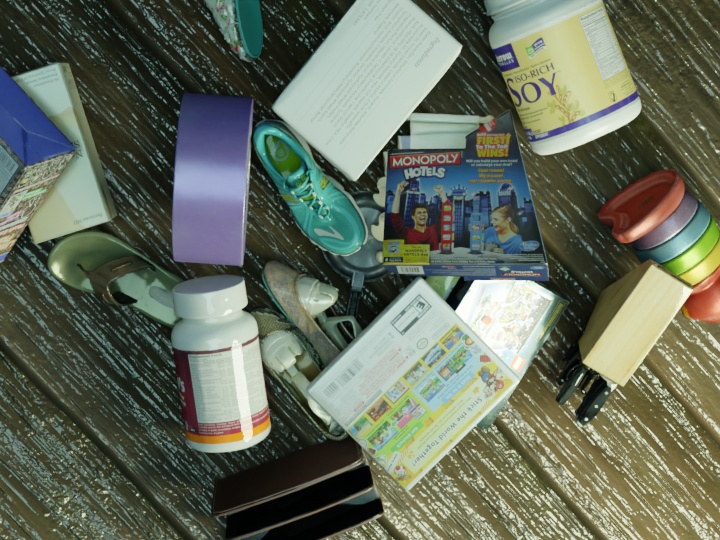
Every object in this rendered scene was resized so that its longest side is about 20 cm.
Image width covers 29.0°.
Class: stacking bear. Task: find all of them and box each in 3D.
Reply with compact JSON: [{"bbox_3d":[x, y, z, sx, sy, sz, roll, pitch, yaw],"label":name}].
[{"bbox_3d":[0.408,-0.017,1.752,0.113,0.122,0.200,-37,107,8],"label":"stacking bear"}]

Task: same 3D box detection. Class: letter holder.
[{"bbox_3d":[-0.077,0.295,1.742,0.198,0.142,0.102,-20,98,-1],"label":"letter holder"}]

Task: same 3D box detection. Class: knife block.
[{"bbox_3d":[0.316,0.098,1.728,0.064,0.200,0.177,29,65,-7],"label":"knife block"}]

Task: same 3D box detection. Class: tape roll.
[{"bbox_3d":[-0.174,-0.108,1.654,0.084,0.200,0.202,4,97,-3],"label":"tape roll"}]

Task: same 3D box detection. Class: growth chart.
[{"bbox_3d":[0.088,-0.104,1.745,0.143,0.018,0.202,7,88,-6],"label":"growth chart"}]

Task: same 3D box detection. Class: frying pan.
[{"bbox_3d":[-0.014,-0.010,1.765,0.114,0.031,0.191,31,92,-6],"label":"frying pan"}]

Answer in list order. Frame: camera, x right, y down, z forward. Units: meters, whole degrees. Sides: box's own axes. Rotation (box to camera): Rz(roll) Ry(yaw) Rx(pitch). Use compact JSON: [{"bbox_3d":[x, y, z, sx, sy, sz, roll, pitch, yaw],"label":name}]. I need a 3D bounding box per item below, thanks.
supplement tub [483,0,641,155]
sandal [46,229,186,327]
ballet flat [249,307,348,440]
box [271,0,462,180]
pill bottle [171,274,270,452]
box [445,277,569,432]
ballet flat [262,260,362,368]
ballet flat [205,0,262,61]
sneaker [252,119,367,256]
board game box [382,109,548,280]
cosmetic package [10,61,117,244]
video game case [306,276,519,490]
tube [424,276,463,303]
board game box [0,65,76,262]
[{"bbox_3d":[0.242,-0.258,1.686,0.144,0.145,0.202,-24,98,0],"label":"supplement tub"},{"bbox_3d":[-0.291,0.011,1.730,0.199,0.057,0.080,24,101,-11],"label":"sandal"},{"bbox_3d":[-0.074,0.132,1.755,0.068,0.075,0.201,-36,98,3],"label":"ballet flat"},{"bbox_3d":[0.003,-0.227,1.649,0.130,0.199,0.200,39,94,-7],"label":"box"},{"bbox_3d":[-0.175,0.114,1.721,0.108,0.110,0.202,-7,103,-2],"label":"pill bottle"},{"bbox_3d":[0.154,0.089,1.756,0.136,0.038,0.201,28,99,-26],"label":"box"},{"bbox_3d":[-0.043,0.060,1.746,0.067,0.068,0.201,-29,104,31],"label":"ballet flat"},{"bbox_3d":[-0.160,-0.354,1.698,0.063,0.075,0.202,-3,94,28],"label":"ballet flat"},{"bbox_3d":[-0.069,-0.099,1.712,0.077,0.080,0.200,-40,90,5],"label":"sneaker"},{"bbox_3d":[0.132,-0.092,1.694,0.198,0.062,0.202,1,71,10],"label":"board game box"},{"bbox_3d":[-0.378,-0.144,1.702,0.104,0.071,0.202,-18,98,0],"label":"cosmetic package"},{"bbox_3d":[0.065,0.140,1.712,0.200,0.023,0.182,-44,98,5],"label":"video game case"},{"bbox_3d":[0.073,0.085,1.774,0.058,0.052,0.201,30,99,31],"label":"tube"},{"bbox_3d":[-0.456,-0.119,1.631,0.160,0.097,0.200,47,121,7],"label":"board game box"}]
